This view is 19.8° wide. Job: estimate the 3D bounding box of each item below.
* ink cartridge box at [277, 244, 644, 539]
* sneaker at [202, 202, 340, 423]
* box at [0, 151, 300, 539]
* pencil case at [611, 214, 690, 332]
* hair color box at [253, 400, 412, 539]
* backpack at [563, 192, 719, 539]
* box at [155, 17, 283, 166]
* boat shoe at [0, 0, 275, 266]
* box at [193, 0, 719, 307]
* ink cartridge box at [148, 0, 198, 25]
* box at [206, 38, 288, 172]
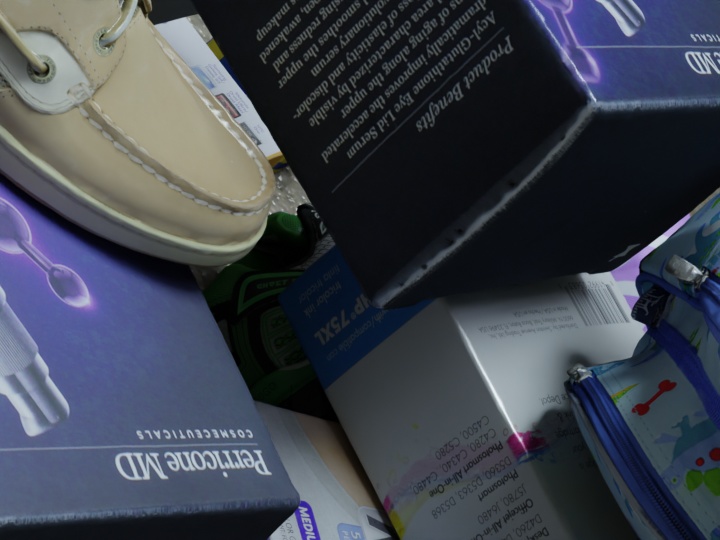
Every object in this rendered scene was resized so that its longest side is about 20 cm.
[{"bbox_3d":[0.068,0.073,0.729,0.116,0.067,0.201,-3,60,-52],"label":"ink cartridge box"},{"bbox_3d":[0.000,0.000,0.843,0.085,0.078,0.200,50,30,2],"label":"sneaker"},{"bbox_3d":[-0.133,0.016,0.616,0.148,0.104,0.201,3,53,-53],"label":"box"},{"bbox_3d":[0.124,0.047,0.897,0.086,0.083,0.201,89,-13,-87],"label":"pencil case"},{"bbox_3d":[0.020,0.122,0.744,0.199,0.065,0.110,20,42,-44],"label":"hair color box"},{"bbox_3d":[0.159,0.059,0.617,0.183,0.147,0.200,51,0,-2],"label":"backpack"},{"bbox_3d":[-0.109,-0.068,0.813,0.119,0.041,0.200,52,31,4],"label":"box"},{"bbox_3d":[-0.094,-0.079,0.604,0.200,0.065,0.072,41,29,-16],"label":"boat shoe"},{"bbox_3d":[0.031,-0.101,0.691,0.148,0.104,0.201,-10,63,-53],"label":"box"},{"bbox_3d":[-0.108,-0.207,0.757,0.144,0.083,0.202,22,67,-48],"label":"ink cartridge box"},{"bbox_3d":[0.001,-0.109,0.979,0.064,0.070,0.200,53,29,3],"label":"box"}]
